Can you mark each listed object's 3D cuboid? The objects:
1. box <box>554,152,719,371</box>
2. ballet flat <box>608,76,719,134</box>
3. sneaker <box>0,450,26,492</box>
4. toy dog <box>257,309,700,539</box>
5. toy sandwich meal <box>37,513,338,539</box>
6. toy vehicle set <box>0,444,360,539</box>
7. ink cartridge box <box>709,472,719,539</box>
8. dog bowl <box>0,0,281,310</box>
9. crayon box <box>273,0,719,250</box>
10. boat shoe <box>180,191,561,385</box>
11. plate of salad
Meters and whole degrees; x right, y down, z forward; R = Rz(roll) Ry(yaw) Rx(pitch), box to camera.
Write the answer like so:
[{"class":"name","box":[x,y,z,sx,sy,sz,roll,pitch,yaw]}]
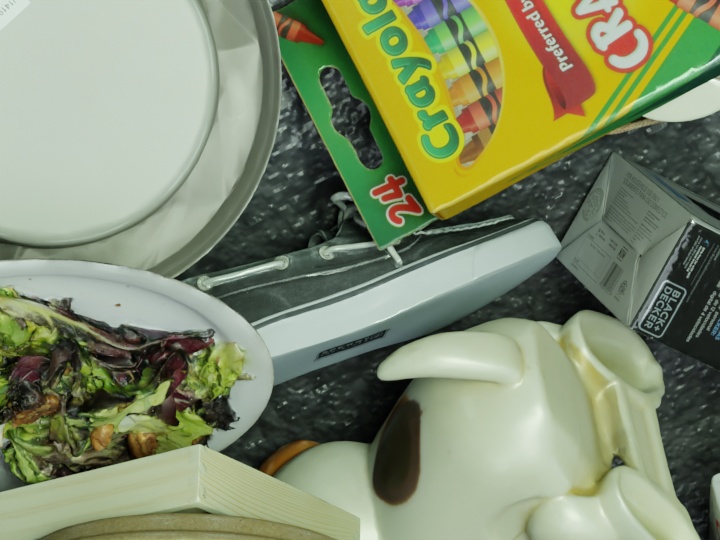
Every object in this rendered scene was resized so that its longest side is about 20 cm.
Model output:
[{"class":"box","box":[0.204,0.024,1.202,0.200,0.117,0.060,26,100,-19]},{"class":"ballet flat","box":[0.185,-0.099,1.163,0.199,0.067,0.068,-14,119,-2]},{"class":"sneaker","box":[-0.147,0.088,1.205,0.200,0.075,0.090,-40,112,13]},{"class":"toy dog","box":[0.038,0.115,1.206,0.200,0.140,0.194,-31,148,26]},{"class":"toy sandwich meal","box":[-0.081,0.166,1.109,0.204,0.070,0.205,1,155,0]},{"class":"toy vehicle set","box":[-0.116,0.129,1.151,0.200,0.027,0.124,-15,152,30]},{"class":"ink cartridge box","box":[0.228,0.195,1.239,0.084,0.145,0.200,-12,149,-1]},{"class":"dog bowl","box":[-0.136,-0.084,1.089,0.199,0.059,0.201,-1,95,-9]},{"class":"crayon box","box":[0.066,-0.108,1.114,0.200,0.051,0.127,-29,84,6]},{"class":"boat shoe","box":[-0.001,0.001,1.184,0.199,0.068,0.074,-21,165,-17]},{"class":"plate of salad","box":[-0.137,0.058,1.087,0.199,0.048,0.200,-4,146,-2]}]
